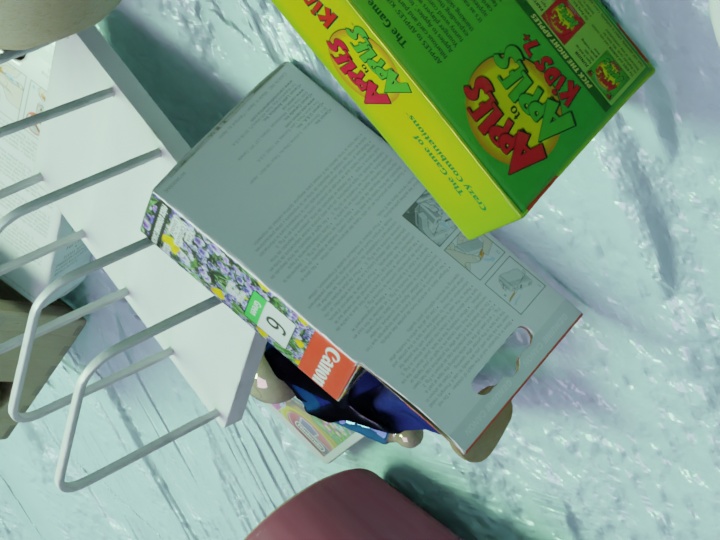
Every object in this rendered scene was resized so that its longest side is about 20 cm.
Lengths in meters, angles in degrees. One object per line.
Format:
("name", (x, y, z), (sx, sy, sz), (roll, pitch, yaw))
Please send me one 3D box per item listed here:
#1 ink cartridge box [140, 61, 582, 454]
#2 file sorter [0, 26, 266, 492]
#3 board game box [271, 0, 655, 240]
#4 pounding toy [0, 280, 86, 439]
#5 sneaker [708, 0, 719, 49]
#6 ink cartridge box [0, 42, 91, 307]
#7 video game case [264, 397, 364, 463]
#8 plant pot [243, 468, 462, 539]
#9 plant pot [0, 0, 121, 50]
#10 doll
("ink cartridge box", (0.000, 0.000, 1.127), (0.200, 0.109, 0.050), (40, 151, 7))
("file sorter", (-0.155, -0.008, 1.208), (0.200, 0.124, 0.139), (51, 147, 22))
("board game box", (0.023, -0.124, 0.946), (0.200, 0.102, 0.048), (50, 152, -10))
("pounding toy", (-0.315, 0.032, 1.446), (0.184, 0.143, 0.200), (36, -175, 13))
("sneaker", (0.193, -0.040, 0.876), (0.200, 0.076, 0.080), (51, 160, -10))
("ink cartridge box", (-0.224, -0.096, 1.376), (0.160, 0.047, 0.201), (35, 133, 17))
("video game case", (-0.031, 0.032, 1.303), (0.143, 0.018, 0.200), (46, 151, -1))
("plant pot", (0.014, 0.225, 1.342), (0.179, 0.199, 0.201), (48, 155, 25))
("plant pot", (-0.161, -0.197, 1.022), (0.200, 0.201, 0.184), (38, 162, 10))
("doll", (-0.005, 0.055, 1.232), (0.137, 0.049, 0.199), (47, 158, -25))
